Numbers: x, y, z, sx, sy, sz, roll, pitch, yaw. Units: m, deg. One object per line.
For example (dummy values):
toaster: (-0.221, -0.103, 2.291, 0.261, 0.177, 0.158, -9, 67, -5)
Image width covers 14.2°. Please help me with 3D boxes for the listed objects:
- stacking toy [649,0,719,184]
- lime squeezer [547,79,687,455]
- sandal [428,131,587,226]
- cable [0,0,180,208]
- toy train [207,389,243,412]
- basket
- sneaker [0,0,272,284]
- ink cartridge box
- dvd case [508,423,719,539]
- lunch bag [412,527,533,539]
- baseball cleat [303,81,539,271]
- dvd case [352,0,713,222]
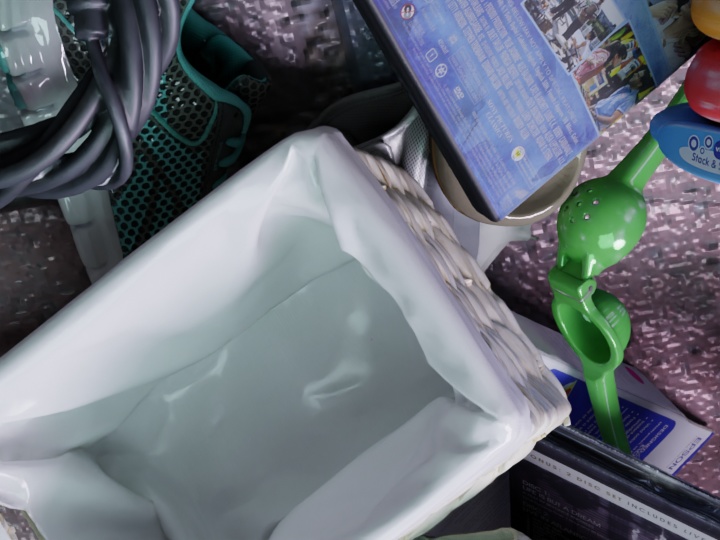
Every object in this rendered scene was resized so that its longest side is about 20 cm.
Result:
stacking toy: (0.162, -0.132, 0.992, 0.110, 0.116, 0.200, -13, 108, -31)
lime squeezer: (0.100, 0.003, 1.125, 0.038, 0.071, 0.200, 17, 107, 32)
sandal: (0.060, -0.105, 1.051, 0.080, 0.054, 0.200, -3, 112, -9)
cable: (-0.137, -0.115, 1.014, 0.163, 0.051, 0.200, -41, 88, 11)
toy train: (-0.122, 0.058, 1.179, 0.200, 0.042, 0.056, -7, 169, 19)
basket: (-0.038, 0.057, 1.058, 0.200, 0.123, 0.136, -37, 80, 14)
sneaker: (-0.074, -0.049, 1.103, 0.091, 0.078, 0.200, -15, 132, 4)
ink cartridge box: (0.068, 0.073, 1.197, 0.095, 0.037, 0.200, -47, 147, 12)
dvd case: (0.129, 0.139, 1.183, 0.149, 0.016, 0.200, 25, 152, 20)
lunch bag: (0.054, 0.216, 1.110, 0.164, 0.200, 0.118, 31, 160, -34)
baseball cleat: (0.000, 0.000, 1.162, 0.106, 0.070, 0.200, 22, 117, -14)
dvd case: (0.089, -0.129, 1.010, 0.200, 0.018, 0.143, -40, 127, -10)
